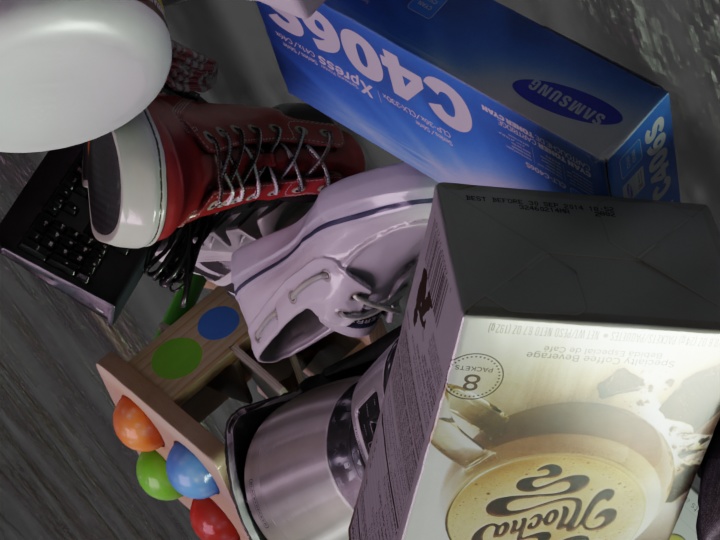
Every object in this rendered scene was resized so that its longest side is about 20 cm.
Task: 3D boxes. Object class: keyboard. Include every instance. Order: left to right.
[{"bbox_3d":[-0.115,-0.052,1.022,0.104,0.200,0.040,32,128,-8],"label":"keyboard"}]

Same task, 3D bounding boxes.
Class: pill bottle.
[{"bbox_3d":[-0.152,-0.160,0.816,0.109,0.109,0.201,89,166,-66],"label":"pill bottle"}]

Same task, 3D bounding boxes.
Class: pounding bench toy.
[{"bbox_3d":[-0.095,0.070,1.218,0.200,0.156,0.125,35,156,36],"label":"pounding bench toy"}]

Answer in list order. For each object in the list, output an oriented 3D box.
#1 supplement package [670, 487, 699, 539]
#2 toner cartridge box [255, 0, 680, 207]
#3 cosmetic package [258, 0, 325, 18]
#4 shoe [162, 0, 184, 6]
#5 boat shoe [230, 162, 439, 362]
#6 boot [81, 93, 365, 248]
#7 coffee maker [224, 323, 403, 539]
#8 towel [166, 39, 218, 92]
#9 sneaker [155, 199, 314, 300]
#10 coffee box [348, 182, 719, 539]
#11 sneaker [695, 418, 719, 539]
[{"bbox_3d":[0.164,0.205,1.060,0.200,0.111,0.156,42,162,3],"label":"supplement package"},{"bbox_3d":[0.042,-0.076,0.802,0.200,0.043,0.095,33,160,30],"label":"toner cartridge box"},{"bbox_3d":[-0.066,-0.200,0.714,0.101,0.074,0.200,28,158,40],"label":"cosmetic package"},{"bbox_3d":[-0.158,-0.192,0.946,0.199,0.072,0.091,23,-166,4],"label":"shoe"},{"bbox_3d":[0.000,0.000,0.953,0.200,0.073,0.067,-29,67,59],"label":"boat shoe"},{"bbox_3d":[-0.061,-0.053,0.920,0.144,0.073,0.200,4,-168,-10],"label":"boot"},{"bbox_3d":[0.049,0.071,0.961,0.135,0.192,0.200,50,147,-6],"label":"coffee maker"},{"bbox_3d":[-0.160,-0.134,0.965,0.146,0.030,0.200,28,-175,8],"label":"towel"},{"bbox_3d":[-0.061,-0.007,1.127,0.089,0.074,0.200,52,161,-18],"label":"sneaker"},{"bbox_3d":[0.068,0.070,0.756,0.080,0.112,0.201,-99,16,-49],"label":"coffee box"},{"bbox_3d":[0.149,0.076,0.776,0.073,0.112,0.200,16,164,-10],"label":"sneaker"}]
